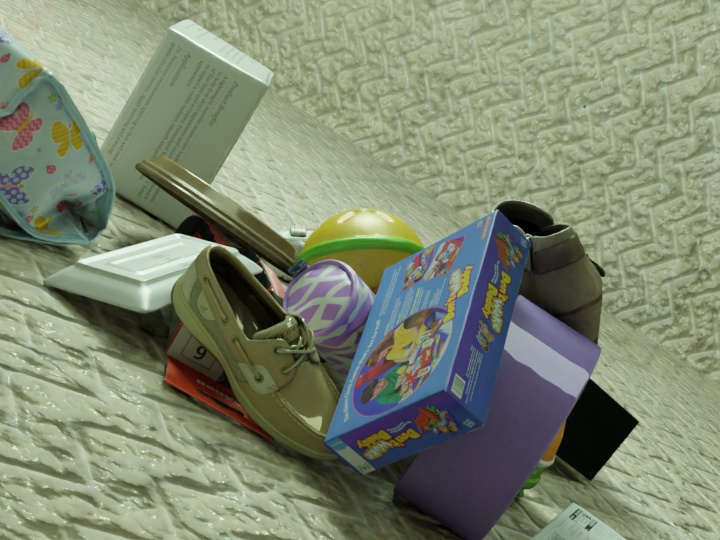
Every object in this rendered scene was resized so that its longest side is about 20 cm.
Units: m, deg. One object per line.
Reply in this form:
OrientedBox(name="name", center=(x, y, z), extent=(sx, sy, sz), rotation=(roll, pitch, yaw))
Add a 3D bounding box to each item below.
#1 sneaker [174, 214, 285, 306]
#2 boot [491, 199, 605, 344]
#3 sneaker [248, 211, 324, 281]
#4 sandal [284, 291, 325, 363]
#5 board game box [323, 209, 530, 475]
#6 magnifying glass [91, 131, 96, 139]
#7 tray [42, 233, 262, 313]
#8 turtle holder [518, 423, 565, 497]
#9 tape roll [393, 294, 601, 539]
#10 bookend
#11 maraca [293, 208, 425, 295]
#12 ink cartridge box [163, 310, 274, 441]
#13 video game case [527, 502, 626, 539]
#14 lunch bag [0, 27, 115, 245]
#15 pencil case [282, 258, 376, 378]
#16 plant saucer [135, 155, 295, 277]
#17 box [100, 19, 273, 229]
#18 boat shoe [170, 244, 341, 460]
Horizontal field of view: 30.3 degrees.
OrientedBox(name="sneaker", center=(-0.114, 0.008, 1.351), extent=(0.087, 0.074, 0.200), rotation=(24, 13, -44))
OrientedBox(name="boot", center=(0.145, 0.005, 1.216), extent=(0.200, 0.070, 0.147), rotation=(14, -50, 48))
OrientedBox(name="sneaker", center=(-0.059, -0.026, 1.623), extent=(0.200, 0.088, 0.081), rotation=(29, 11, -16))
OrientedBox(name="sandal", center=(-0.055, 0.061, 1.357), extent=(0.082, 0.055, 0.200), rotation=(32, -6, -35))
OrientedBox(name="board game box", center=(0.056, 0.056, 1.067), extent=(0.045, 0.134, 0.200), rotation=(43, 43, -22))
OrientedBox(name="magnifying glass", center=(-0.267, -0.091, 1.343), extent=(0.022, 0.080, 0.200), rotation=(-12, -2, -7))
OrientedBox(name="tray", center=(-0.177, -0.003, 1.172), extent=(0.107, 0.022, 0.200), rotation=(16, 16, 22))
OrientedBox(name="turtle holder", center=(0.124, 0.129, 1.321), extent=(0.141, 0.132, 0.186), rotation=(23, 14, -38))
OrientedBox(name="tape roll", center=(0.115, 0.126, 1.127), extent=(0.085, 0.200, 0.200), rotation=(33, 11, 7))
OrientedBox(name="bookend", center=(0.189, 0.122, 1.537), extent=(0.200, 0.092, 0.199), rotation=(39, 2, -45))
OrientedBox(name="maraca", center=(0.000, 0.000, 1.350), extent=(0.137, 0.107, 0.200), rotation=(2, -16, -4))
OrientedBox(name="ink cartridge box", center=(-0.109, 0.068, 1.149), extent=(0.109, 0.050, 0.200), rotation=(30, 10, -12))
OrientedBox(name="video game case", center=(0.229, 0.285, 1.144), extent=(0.181, 0.046, 0.200), rotation=(34, 11, 17))
OrientedBox(name="lunch bag", center=(-0.319, -0.117, 1.189), extent=(0.170, 0.127, 0.200), rotation=(41, -15, 32))
OrientedBox(name="pencil case", center=(0.004, 0.073, 1.203), extent=(0.200, 0.085, 0.084), rotation=(47, 2, -42))
OrientedBox(name="plant saucer", center=(-0.143, -0.059, 1.374), extent=(0.200, 0.030, 0.200), rotation=(35, -3, 2))
OrientedBox(name="box", center=(-0.210, -0.179, 1.584), extent=(0.130, 0.199, 0.200), rotation=(31, 10, -8))
OrientedBox(name="boat shoe", center=(-0.071, 0.066, 1.074), extent=(0.200, 0.065, 0.072), rotation=(49, 43, 8))
